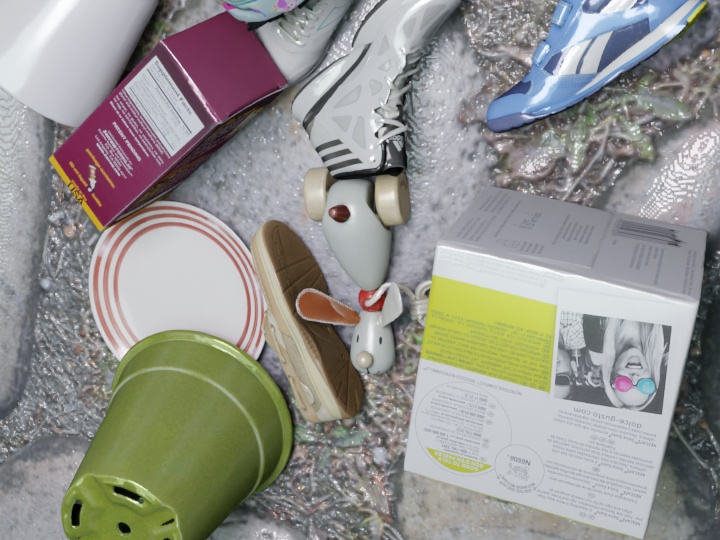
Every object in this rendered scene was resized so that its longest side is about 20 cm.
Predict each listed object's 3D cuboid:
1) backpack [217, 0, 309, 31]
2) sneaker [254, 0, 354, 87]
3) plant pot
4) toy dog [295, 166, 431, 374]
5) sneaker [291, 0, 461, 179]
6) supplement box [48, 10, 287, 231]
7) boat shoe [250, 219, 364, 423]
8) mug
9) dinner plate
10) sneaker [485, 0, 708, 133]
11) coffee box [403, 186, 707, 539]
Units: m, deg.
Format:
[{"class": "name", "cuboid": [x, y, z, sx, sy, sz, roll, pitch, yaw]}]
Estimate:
[{"class": "backpack", "cuboid": [-0.093, -0.296, 0.964, 0.166, 0.126, 0.202, -31, 52, 28]}, {"class": "sneaker", "cuboid": [-0.042, -0.236, 1.030, 0.070, 0.080, 0.201, 41, 116, 2]}, {"class": "plant pot", "cuboid": [-0.185, 0.190, 1.130, 0.197, 0.190, 0.203, 7, 118, 13]}, {"class": "toy dog", "cuboid": [0.000, 0.000, 1.075, 0.131, 0.096, 0.202, -22, 97, 24]}, {"class": "sneaker", "cuboid": [0.034, -0.150, 1.013, 0.200, 0.075, 0.116, -42, 68, 34]}, {"class": "supplement box", "cuboid": [-0.173, -0.132, 1.066, 0.199, 0.110, 0.086, -34, 93, 39]}, {"class": "boat shoe", "cuboid": [-0.065, 0.053, 1.127, 0.064, 0.071, 0.202, -16, 99, 33]}, {"class": "mug", "cuboid": [-0.273, -0.248, 1.078, 0.186, 0.150, 0.153, 41, 107, -3]}, {"class": "dinner plate", "cuboid": [-0.179, 0.028, 1.188, 0.197, 0.024, 0.203, 6, 107, 19]}, {"class": "sneaker", "cuboid": [0.179, -0.184, 0.972, 0.199, 0.074, 0.083, -34, 91, 18]}, {"class": "coffee box", "cuboid": [0.164, 0.065, 0.978, 0.197, 0.200, 0.201, 13, 110, 15]}]
